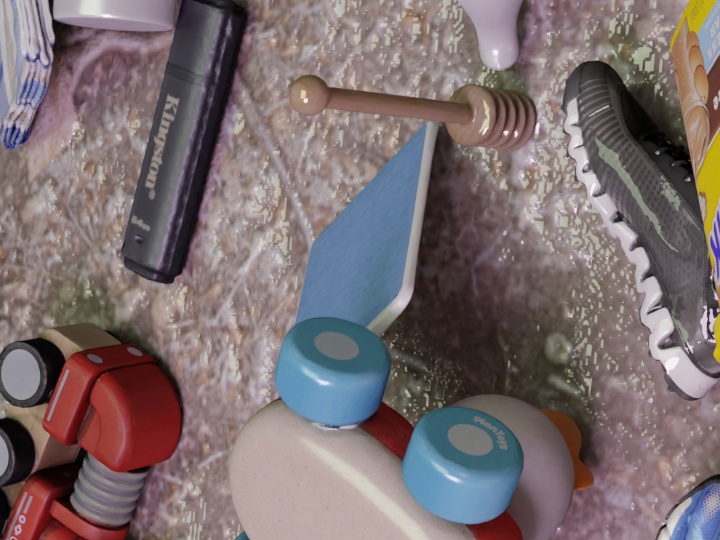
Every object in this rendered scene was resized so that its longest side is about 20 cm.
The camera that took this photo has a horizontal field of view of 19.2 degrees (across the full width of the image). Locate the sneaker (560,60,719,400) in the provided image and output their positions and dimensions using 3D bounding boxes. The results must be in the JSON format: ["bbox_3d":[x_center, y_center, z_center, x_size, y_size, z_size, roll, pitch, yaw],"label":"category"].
[{"bbox_3d":[0.181,-0.035,1.183,0.090,0.066,0.201,-29,74,32],"label":"sneaker"}]

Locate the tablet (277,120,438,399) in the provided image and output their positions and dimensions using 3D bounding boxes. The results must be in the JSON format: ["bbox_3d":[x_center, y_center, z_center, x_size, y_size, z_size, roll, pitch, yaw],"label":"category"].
[{"bbox_3d":[0.000,0.000,1.280,0.130,0.014,0.200,-46,18,30],"label":"tablet"}]

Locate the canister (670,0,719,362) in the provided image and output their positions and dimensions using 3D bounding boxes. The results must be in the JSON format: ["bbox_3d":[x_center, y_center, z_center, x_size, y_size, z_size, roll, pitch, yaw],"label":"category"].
[{"bbox_3d":[0.221,-0.060,1.076,0.149,0.086,0.201,110,158,-59],"label":"canister"}]

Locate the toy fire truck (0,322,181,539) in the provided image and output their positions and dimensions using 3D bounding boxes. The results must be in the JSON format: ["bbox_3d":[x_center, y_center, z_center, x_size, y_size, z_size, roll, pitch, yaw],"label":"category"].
[{"bbox_3d":[-0.178,0.156,1.450,0.199,0.128,0.177,32,108,24],"label":"toy fire truck"}]

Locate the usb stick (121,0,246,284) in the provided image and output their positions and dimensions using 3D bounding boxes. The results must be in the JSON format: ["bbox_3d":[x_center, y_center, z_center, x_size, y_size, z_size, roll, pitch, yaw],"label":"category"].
[{"bbox_3d":[-0.123,-0.092,1.459,0.055,0.033,0.201,23,103,37],"label":"usb stick"}]

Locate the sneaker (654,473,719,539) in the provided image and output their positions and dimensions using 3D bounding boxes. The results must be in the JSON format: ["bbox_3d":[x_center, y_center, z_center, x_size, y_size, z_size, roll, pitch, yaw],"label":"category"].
[{"bbox_3d":[0.208,0.209,1.149,0.089,0.078,0.202,-3,95,33],"label":"sneaker"}]

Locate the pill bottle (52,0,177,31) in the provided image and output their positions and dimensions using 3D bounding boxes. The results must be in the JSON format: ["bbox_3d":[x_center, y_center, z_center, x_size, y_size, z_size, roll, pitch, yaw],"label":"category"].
[{"bbox_3d":[-0.159,-0.265,1.424,0.108,0.108,0.202,5,91,40],"label":"pill bottle"}]

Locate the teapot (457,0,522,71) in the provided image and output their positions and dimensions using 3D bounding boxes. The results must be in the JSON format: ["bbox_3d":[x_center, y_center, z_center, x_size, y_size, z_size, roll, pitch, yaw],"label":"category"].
[{"bbox_3d":[0.067,-0.258,1.242,0.197,0.146,0.200,39,92,7],"label":"teapot"}]

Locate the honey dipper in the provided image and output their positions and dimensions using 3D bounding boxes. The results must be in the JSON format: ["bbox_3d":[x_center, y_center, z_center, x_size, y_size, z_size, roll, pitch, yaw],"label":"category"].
[{"bbox_3d":[0.031,-0.094,1.221,0.038,0.199,0.038,-2,87,38],"label":"honey dipper"}]

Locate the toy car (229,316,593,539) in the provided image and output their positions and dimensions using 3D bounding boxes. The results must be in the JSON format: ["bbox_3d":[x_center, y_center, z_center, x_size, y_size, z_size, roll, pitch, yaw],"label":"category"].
[{"bbox_3d":[0.045,0.116,1.206,0.176,0.200,0.185,34,127,26],"label":"toy car"}]

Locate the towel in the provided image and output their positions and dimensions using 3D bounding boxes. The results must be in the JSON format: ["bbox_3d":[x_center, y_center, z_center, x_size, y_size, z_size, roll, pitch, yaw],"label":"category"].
[{"bbox_3d":[-0.246,-0.182,1.506,0.200,0.024,0.148,133,128,-69],"label":"towel"}]
